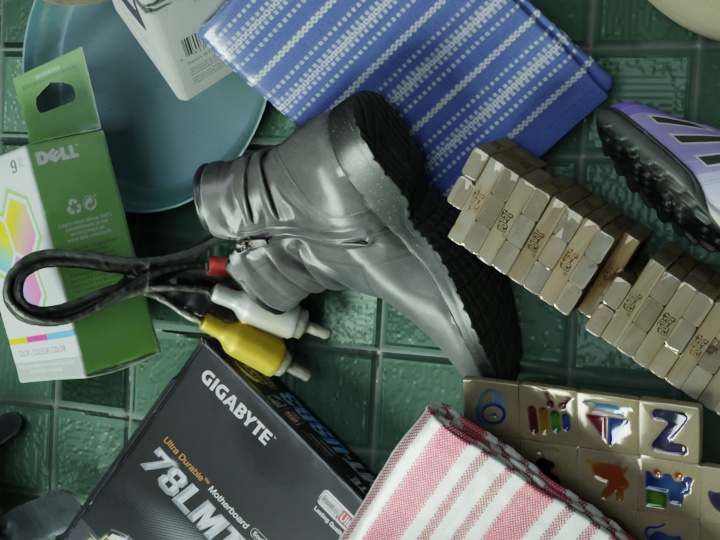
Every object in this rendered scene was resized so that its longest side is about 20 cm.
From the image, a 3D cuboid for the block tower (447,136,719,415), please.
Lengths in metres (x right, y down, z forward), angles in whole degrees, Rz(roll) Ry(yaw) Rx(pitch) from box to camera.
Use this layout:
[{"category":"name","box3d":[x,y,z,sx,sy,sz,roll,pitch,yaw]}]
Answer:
[{"category":"block tower","box3d":[0.141,0.004,0.736,0.199,0.058,0.054,35,114,15]}]

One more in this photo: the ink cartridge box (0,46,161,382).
[{"category":"ink cartridge box","box3d":[-0.201,-0.032,0.876,0.103,0.059,0.202,-8,97,52]}]

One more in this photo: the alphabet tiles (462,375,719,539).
[{"category":"alphabet tiles","box3d":[0.153,0.145,0.742,0.198,0.008,0.169,5,113,25]}]

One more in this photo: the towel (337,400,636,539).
[{"category":"towel","box3d":[0.087,0.177,0.753,0.199,0.030,0.147,34,119,4]}]

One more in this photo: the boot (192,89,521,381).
[{"category":"boot","box3d":[0.000,0.000,0.792,0.131,0.070,0.201,-24,106,30]}]

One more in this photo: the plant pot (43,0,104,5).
[{"category":"plant pot","box3d":[-0.187,-0.271,0.819,0.200,0.199,0.180,-38,70,21]}]

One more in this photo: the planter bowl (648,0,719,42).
[{"category":"planter bowl","box3d":[0.201,-0.221,0.676,0.198,0.134,0.203,0,91,25]}]

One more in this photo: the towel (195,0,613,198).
[{"category":"towel","box3d":[0.028,-0.118,0.761,0.200,0.024,0.145,39,113,-21]}]

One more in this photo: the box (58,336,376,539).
[{"category":"box","box3d":[-0.079,0.181,0.865,0.200,0.050,0.199,43,108,18]}]

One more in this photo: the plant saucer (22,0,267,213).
[{"category":"plant saucer","box3d":[-0.138,-0.139,0.899,0.198,0.027,0.203,0,91,26]}]

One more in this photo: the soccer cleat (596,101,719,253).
[{"category":"soccer cleat","box3d":[0.215,-0.039,0.718,0.200,0.068,0.073,38,82,24]}]

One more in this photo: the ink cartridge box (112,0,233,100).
[{"category":"ink cartridge box","box3d":[-0.076,-0.201,0.748,0.144,0.200,0.085,-35,75,-9]}]

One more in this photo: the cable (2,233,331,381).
[{"category":"cable","box3d":[-0.112,0.004,0.824,0.050,0.198,0.098,177,104,-66]}]

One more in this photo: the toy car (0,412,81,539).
[{"category":"toy car","box3d":[-0.291,0.196,0.938,0.200,0.158,0.164,-42,63,-7]}]
